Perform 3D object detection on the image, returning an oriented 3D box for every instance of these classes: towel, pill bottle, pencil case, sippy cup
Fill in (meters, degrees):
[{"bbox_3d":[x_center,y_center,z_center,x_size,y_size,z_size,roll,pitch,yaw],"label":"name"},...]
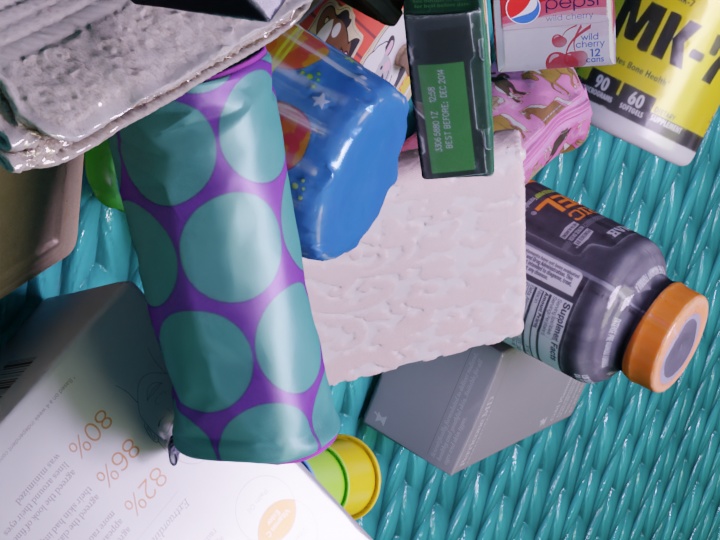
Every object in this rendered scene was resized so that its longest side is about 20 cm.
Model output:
[{"bbox_3d":[0.000,0.000,1.444,0.199,0.032,0.191,-15,146,-5],"label":"towel"},{"bbox_3d":[-0.122,-0.127,1.078,0.200,0.133,0.034,-37,173,-45],"label":"towel"},{"bbox_3d":[0.221,-0.185,1.729,0.201,0.114,0.114,-65,156,6],"label":"pill bottle"},{"bbox_3d":[0.076,-0.072,1.569,0.200,0.086,0.083,-46,167,-51],"label":"pencil case"},{"bbox_3d":[-0.051,-0.071,1.263,0.140,0.130,0.178,-61,161,-11],"label":"sippy cup"},{"bbox_3d":[0.129,0.006,1.639,0.106,0.200,0.106,-46,152,-33],"label":"pill bottle"},{"bbox_3d":[-0.067,-0.008,1.170,0.092,0.085,0.201,-111,-169,-73],"label":"pencil case"}]

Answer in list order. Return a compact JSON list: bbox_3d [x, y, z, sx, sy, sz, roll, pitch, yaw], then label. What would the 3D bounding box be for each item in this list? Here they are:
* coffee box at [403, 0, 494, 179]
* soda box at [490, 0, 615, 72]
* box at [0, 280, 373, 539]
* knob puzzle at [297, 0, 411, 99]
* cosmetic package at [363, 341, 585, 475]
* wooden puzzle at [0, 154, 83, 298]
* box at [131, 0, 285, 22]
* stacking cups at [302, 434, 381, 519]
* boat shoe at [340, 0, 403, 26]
[{"bbox_3d":[0.047,-0.160,1.350,0.123,0.044,0.201,82,6,-47],"label":"coffee box"},{"bbox_3d":[0.107,-0.185,1.425,0.200,0.070,0.064,-89,174,-60],"label":"soda box"},{"bbox_3d":[-0.119,0.131,1.254,0.200,0.106,0.152,49,63,-17],"label":"box"},{"bbox_3d":[-0.013,-0.100,1.448,0.220,0.030,0.220,-45,151,-33],"label":"knob puzzle"},{"bbox_3d":[0.096,0.064,1.778,0.200,0.090,0.107,-25,140,-59],"label":"cosmetic package"},{"bbox_3d":[-0.188,-0.052,1.145,0.200,0.037,0.186,-43,150,-48],"label":"wooden puzzle"},{"bbox_3d":[-0.073,-0.235,0.992,0.200,0.104,0.182,45,71,-35],"label":"box"},{"bbox_3d":[-0.056,0.142,1.582,0.200,0.060,0.061,-2,117,-63],"label":"stacking cups"},{"bbox_3d":[-0.017,-0.189,1.299,0.065,0.072,0.200,-59,151,-4],"label":"boat shoe"}]
